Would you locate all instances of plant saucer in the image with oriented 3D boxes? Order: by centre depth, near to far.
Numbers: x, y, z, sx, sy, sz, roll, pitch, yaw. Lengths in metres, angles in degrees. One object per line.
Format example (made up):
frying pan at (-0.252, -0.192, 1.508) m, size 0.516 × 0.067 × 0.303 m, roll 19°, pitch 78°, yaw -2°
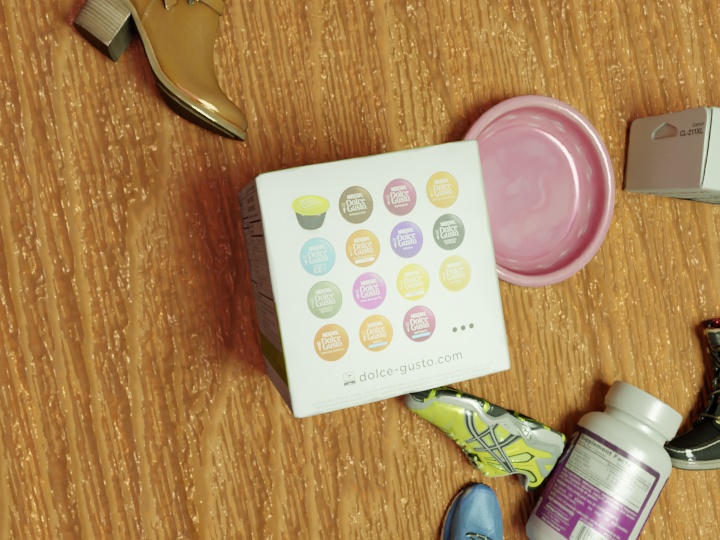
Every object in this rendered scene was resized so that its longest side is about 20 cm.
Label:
plant saucer at (0.184, -0.086, 0.815) m, size 0.194 × 0.051 × 0.207 m, roll 0°, pitch 92°, yaw -14°

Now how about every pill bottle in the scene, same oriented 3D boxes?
pill bottle at (0.275, 0.232, 0.820) m, size 0.111 × 0.112 × 0.203 m, roll 31°, pitch 85°, yaw -13°

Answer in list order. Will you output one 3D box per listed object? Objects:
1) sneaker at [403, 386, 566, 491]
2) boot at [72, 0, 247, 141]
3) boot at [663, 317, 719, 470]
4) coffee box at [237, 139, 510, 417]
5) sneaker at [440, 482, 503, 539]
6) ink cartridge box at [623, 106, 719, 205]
sneaker at (0.133, 0.181, 0.802) m, size 0.196 × 0.075 × 0.078 m, roll 24°, pitch 87°, yaw -12°
boot at (-0.158, -0.239, 0.720) m, size 0.198 × 0.077 × 0.157 m, roll 37°, pitch 80°, yaw -5°
boot at (0.431, 0.141, 0.874) m, size 0.195 × 0.073 × 0.155 m, roll -13°, pitch 97°, yaw -17°
coffee box at (0.000, 0.000, 0.696) m, size 0.194 × 0.200 × 0.204 m, roll -10°, pitch 94°, yaw -13°
sneaker at (0.128, 0.328, 0.779) m, size 0.076 × 0.089 × 0.205 m, roll 14°, pitch 62°, yaw -11°
ink cartridge box at (0.418, -0.118, 0.822) m, size 0.194 × 0.146 × 0.086 m, roll 6°, pitch 94°, yaw -13°
